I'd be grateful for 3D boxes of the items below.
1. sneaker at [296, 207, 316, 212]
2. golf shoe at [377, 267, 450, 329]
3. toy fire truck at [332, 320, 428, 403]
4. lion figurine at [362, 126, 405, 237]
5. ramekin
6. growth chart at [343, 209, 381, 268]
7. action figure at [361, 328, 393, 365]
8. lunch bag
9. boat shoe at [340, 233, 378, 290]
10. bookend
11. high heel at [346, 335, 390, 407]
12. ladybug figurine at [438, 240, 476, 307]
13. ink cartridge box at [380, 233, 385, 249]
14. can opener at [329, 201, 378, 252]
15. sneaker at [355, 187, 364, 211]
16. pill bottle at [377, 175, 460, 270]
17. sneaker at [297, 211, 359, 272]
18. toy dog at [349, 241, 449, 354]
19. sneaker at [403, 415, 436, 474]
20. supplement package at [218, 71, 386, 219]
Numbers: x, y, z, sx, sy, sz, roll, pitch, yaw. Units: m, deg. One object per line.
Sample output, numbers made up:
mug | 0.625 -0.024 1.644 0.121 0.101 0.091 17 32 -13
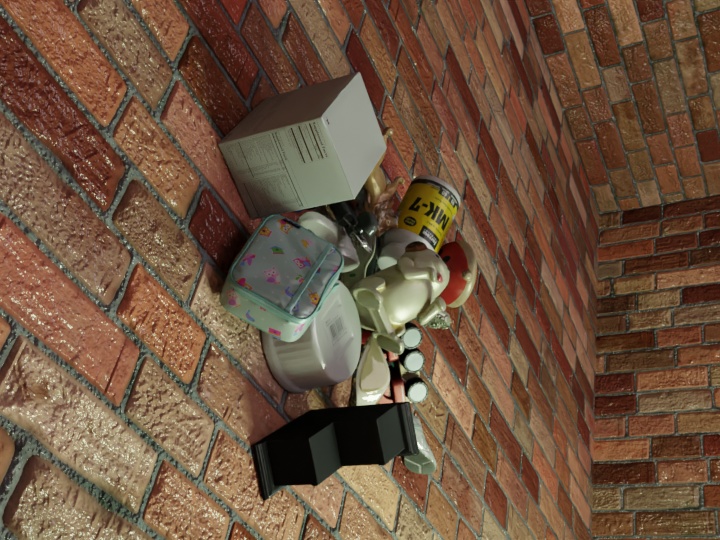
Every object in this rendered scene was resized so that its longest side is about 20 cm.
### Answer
sneaker | -0.070 -0.190 1.628 0.070 0.077 0.202 54 37 -41
golf shoe | 0.106 0.044 1.770 0.098 0.198 0.079 -56 158 -19
toy fire truck | 0.024 0.189 1.686 0.129 0.197 0.179 -132 -147 -67
lion figurine | 0.027 -0.172 1.642 0.123 0.072 0.202 -51 130 -38
ramekin | -0.077 0.106 1.503 0.200 0.096 0.204 28 58 -58
growth chart | 0.014 -0.058 1.826 0.200 0.017 0.147 -28 107 -63
action figure | 0.041 0.134 1.789 0.202 0.054 0.119 64 34 -24
lunch bag | -0.116 0.009 1.382 0.201 0.159 0.078 -60 178 -47
boat shoe | 0.000 0.000 1.724 0.068 0.071 0.203 41 53 -62
bookend | -0.036 0.290 1.418 0.198 0.197 0.094 -18 98 -64
high heel | -0.004 0.225 1.591 0.070 0.142 0.203 6 77 -22
ladybug figurine | 0.180 0.004 1.780 0.200 0.071 0.138 171 -73 -78
ink cartridge box | 0.108 -0.013 1.895 0.145 0.086 0.203 10 71 -67
can opener | -0.013 -0.099 1.635 0.053 0.066 0.200 46 5 -36
sneaker | -0.013 -0.187 1.721 0.075 0.081 0.201 -84 152 -49
pill bottle | 0.115 -0.080 1.758 0.115 0.113 0.202 53 55 -44
sneaker | -0.067 -0.072 1.627 0.200 0.074 0.090 47 30 -58
toy dog | 0.080 0.039 1.608 0.199 0.193 0.141 -36 105 -26
sneaker | 0.114 0.354 1.847 0.202 0.069 0.081 61 30 -34
supplement package | -0.091 -0.207 1.457 0.149 0.197 0.192 67 30 -25
